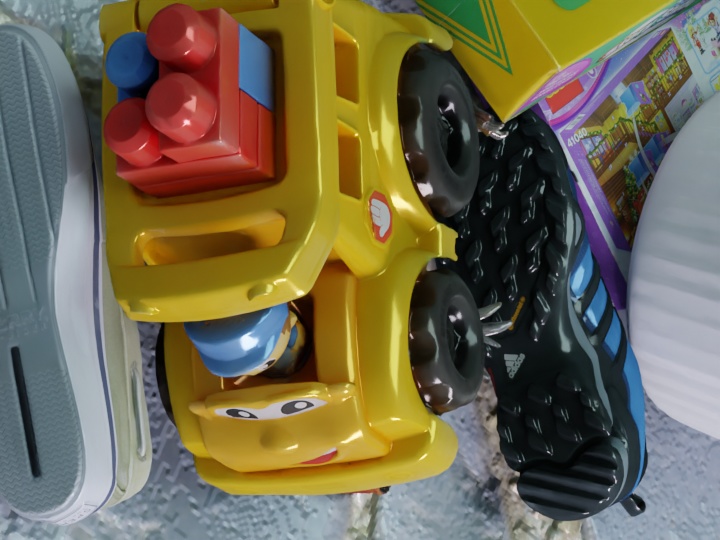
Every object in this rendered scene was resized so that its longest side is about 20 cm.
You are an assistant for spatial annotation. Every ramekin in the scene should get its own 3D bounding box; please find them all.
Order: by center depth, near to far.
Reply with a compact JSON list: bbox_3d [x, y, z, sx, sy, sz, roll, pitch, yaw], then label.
[{"bbox_3d":[0.216,-0.001,1.245,0.200,0.097,0.202,-23,121,-46],"label":"ramekin"}]

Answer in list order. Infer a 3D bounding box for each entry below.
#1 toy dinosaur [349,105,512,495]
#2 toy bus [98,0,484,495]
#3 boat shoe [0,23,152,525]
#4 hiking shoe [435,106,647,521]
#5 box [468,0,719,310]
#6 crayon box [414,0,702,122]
[{"bbox_3d":[0.000,0.000,1.138,0.182,0.199,0.105,-60,153,-3],"label":"toy dinosaur"},{"bbox_3d":[-0.042,-0.022,0.998,0.192,0.135,0.202,29,57,-65],"label":"toy bus"},{"bbox_3d":[-0.128,0.002,1.023,0.062,0.072,0.202,1,82,-65],"label":"boat shoe"},{"bbox_3d":[0.087,0.021,1.203,0.087,0.074,0.201,10,68,-66],"label":"hiking shoe"},{"bbox_3d":[0.154,-0.085,1.290,0.200,0.039,0.137,-37,105,-39],"label":"box"},{"bbox_3d":[0.091,-0.188,1.221,0.200,0.058,0.173,-32,85,-40],"label":"crayon box"}]
